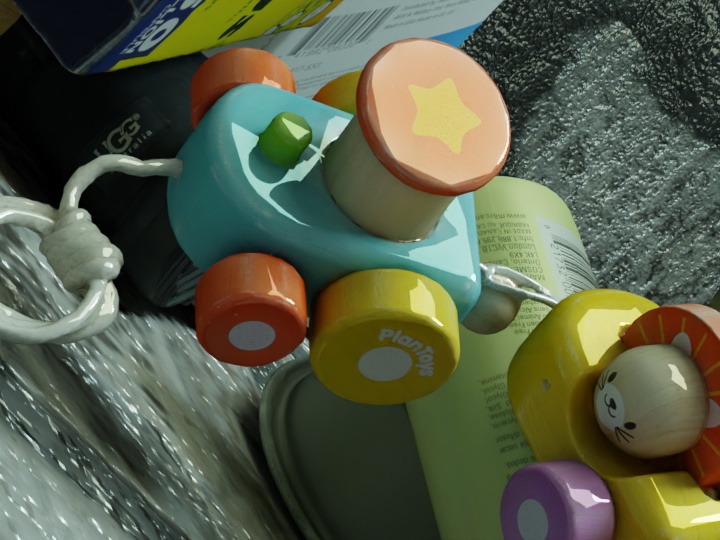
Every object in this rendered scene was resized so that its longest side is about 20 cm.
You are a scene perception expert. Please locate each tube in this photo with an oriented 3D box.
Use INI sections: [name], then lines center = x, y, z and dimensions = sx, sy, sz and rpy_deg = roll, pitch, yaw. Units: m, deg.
[tube]
center = 0.046, 0.069, 0.539
dimensions = 0.052, 0.058, 0.201
rpy_deg = 69, 3, -51

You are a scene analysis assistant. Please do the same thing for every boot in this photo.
[boot]
center = -0.087, -0.078, 0.693
dimensions = 0.200, 0.066, 0.165
rpy_deg = 46, 2, 11

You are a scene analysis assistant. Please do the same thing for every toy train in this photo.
[toy train]
center = 0.024, 0.031, 0.479
dimensions = 0.200, 0.056, 0.150
rpy_deg = 46, 40, 6

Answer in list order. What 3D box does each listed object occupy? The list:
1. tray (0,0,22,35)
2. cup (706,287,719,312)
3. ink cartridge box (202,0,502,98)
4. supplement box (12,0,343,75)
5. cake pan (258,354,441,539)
[tray]
center = -0.138, -0.103, 0.510
dimensions = 0.099, 0.037, 0.200
rpy_deg = 51, 4, 13
[cup]
center = 0.179, 0.018, 0.609
dimensions = 0.199, 0.144, 0.200
rpy_deg = 21, -2, 1
[ink cartridge box]
center = 0.015, -0.140, 0.851
dimensions = 0.146, 0.200, 0.086
rpy_deg = -19, 69, -51
[supplement box]
center = -0.033, -0.128, 0.613
dimensions = 0.110, 0.109, 0.200
rpy_deg = 49, 16, 2
[cake pan]
center = 0.065, 0.076, 0.656
dimensions = 0.200, 0.037, 0.200
rpy_deg = 33, 18, -12
